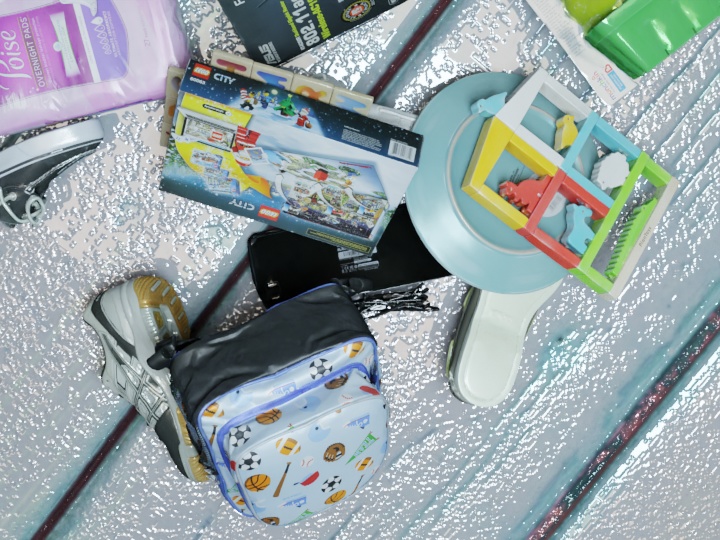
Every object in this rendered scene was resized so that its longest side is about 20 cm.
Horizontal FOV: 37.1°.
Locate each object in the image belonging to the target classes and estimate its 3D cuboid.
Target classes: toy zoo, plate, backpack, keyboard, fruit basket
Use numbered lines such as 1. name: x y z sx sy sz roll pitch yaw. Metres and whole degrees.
1. toy zoo: 0.174 -0.084 0.935 0.200 0.020 0.132 35 74 -13
2. plate: 0.133 -0.080 0.945 0.199 0.026 0.201 3 82 -19
3. backpack: -0.059 0.126 0.926 0.199 0.154 0.191 -19 145 -10
4. keyboard: 0.000 0.000 0.995 0.199 0.040 0.105 -10 78 0
5. fruit basket: 0.226 -0.276 0.932 0.185 0.094 0.200 -39 85 4

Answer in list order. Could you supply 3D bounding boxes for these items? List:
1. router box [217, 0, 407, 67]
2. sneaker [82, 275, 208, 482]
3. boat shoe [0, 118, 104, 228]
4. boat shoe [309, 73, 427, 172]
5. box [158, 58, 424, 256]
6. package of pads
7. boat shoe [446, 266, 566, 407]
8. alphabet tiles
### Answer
1. router box: -0.049 -0.253 0.852 0.149 0.200 0.062 -26 71 2
2. sneaker: -0.189 0.103 0.988 0.087 0.076 0.201 -13 103 20
3. boat shoe: -0.304 -0.067 0.936 0.199 0.074 0.068 -26 97 2
4. boat shoe: -0.028 -0.136 0.945 0.199 0.072 0.069 17 79 0
5. box: -0.062 -0.090 0.903 0.199 0.137 0.038 17 56 -8
6. package of pads: -0.242 -0.192 0.916 0.199 0.076 0.121 -13 99 -1
7. boat shoe: 0.131 0.028 0.981 0.072 0.060 0.202 26 80 -10
8. alphabet tiles: -0.071 -0.111 0.915 0.199 0.167 0.006 16 56 -6
